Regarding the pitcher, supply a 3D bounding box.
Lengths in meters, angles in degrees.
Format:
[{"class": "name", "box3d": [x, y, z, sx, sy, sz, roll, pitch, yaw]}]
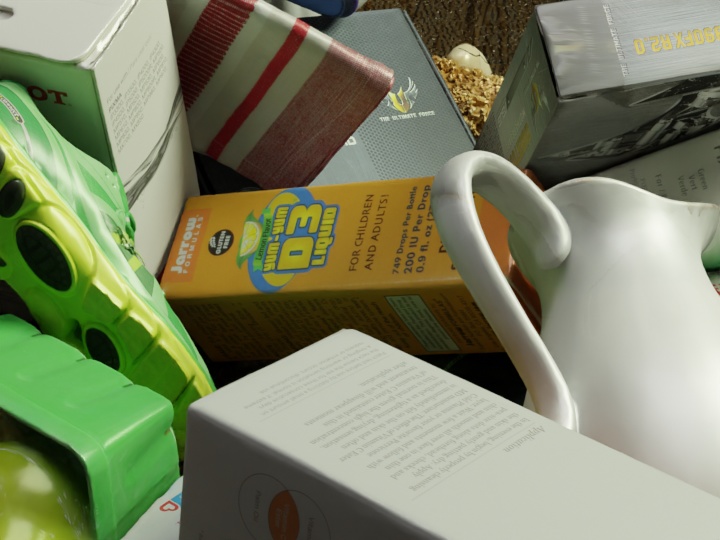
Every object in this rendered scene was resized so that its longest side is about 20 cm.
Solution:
[{"class": "pitcher", "box3d": [0.101, 0.053, 0.675, 0.170, 0.121, 0.202, 19, 49, -35]}]

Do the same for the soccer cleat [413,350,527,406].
[{"class": "soccer cleat", "box3d": [0.045, 0.021, 0.861, 0.067, 0.082, 0.200, -2, 26, -17]}]

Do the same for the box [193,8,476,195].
[{"class": "box", "box3d": [-0.028, -0.076, 0.998, 0.198, 0.051, 0.159, -10, 63, -34]}]

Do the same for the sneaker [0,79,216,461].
[{"class": "sneaker", "box3d": [-0.118, -0.002, 0.747, 0.074, 0.201, 0.084, -21, 20, 30]}]

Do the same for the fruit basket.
[{"class": "fruit basket", "box3d": [-0.174, 0.105, 0.650, 0.184, 0.095, 0.200, 23, 45, 32]}]

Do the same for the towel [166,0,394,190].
[{"class": "towel", "box3d": [-0.095, -0.109, 0.854, 0.198, 0.144, 0.023, 26, 60, -12]}]

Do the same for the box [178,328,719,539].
[{"class": "box", "box3d": [0.037, 0.123, 0.589, 0.199, 0.126, 0.097, 24, 29, 32]}]

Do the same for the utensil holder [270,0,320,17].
[{"class": "utensil holder", "box3d": [-0.146, -0.150, 1.082, 0.198, 0.172, 0.170, -15, 32, -34]}]

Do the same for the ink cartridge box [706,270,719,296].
[{"class": "ink cartridge box", "box3d": [0.227, 0.077, 0.782, 0.144, 0.085, 0.200, -5, 26, -22]}]

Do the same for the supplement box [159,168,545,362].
[{"class": "supplement box", "box3d": [0.000, 0.000, 0.819, 0.198, 0.069, 0.067, -5, 56, 30]}]

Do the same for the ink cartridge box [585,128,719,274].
[{"class": "ink cartridge box", "box3d": [0.217, -0.038, 0.823, 0.198, 0.051, 0.161, -18, -17, 22]}]

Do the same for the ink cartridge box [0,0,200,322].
[{"class": "ink cartridge box", "box3d": [-0.165, -0.067, 0.839, 0.145, 0.201, 0.083, 14, 50, 16]}]

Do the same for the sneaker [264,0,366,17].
[{"class": "sneaker", "box3d": [-0.104, -0.175, 0.977, 0.199, 0.080, 0.147, 36, 66, -13]}]

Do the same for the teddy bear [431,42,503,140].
[{"class": "teddy bear", "box3d": [0.109, -0.109, 1.173, 0.144, 0.067, 0.200, -3, 27, -26]}]

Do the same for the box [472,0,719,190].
[{"class": "box", "box3d": [0.144, -0.075, 0.813, 0.157, 0.049, 0.200, -11, -17, -10]}]
